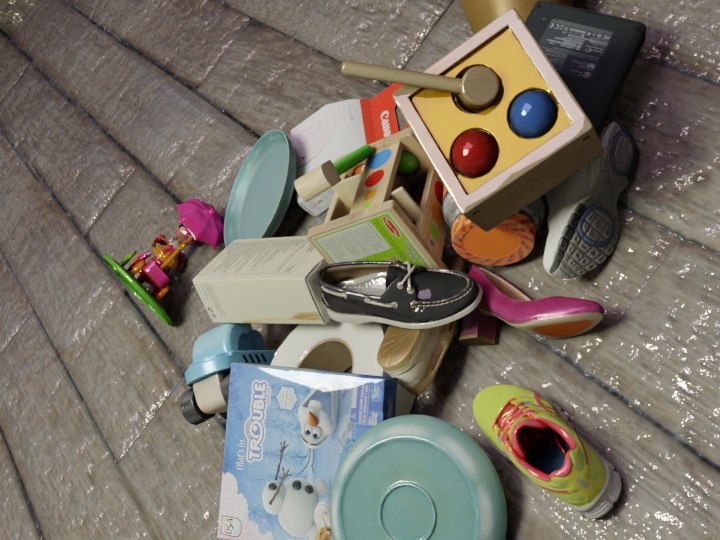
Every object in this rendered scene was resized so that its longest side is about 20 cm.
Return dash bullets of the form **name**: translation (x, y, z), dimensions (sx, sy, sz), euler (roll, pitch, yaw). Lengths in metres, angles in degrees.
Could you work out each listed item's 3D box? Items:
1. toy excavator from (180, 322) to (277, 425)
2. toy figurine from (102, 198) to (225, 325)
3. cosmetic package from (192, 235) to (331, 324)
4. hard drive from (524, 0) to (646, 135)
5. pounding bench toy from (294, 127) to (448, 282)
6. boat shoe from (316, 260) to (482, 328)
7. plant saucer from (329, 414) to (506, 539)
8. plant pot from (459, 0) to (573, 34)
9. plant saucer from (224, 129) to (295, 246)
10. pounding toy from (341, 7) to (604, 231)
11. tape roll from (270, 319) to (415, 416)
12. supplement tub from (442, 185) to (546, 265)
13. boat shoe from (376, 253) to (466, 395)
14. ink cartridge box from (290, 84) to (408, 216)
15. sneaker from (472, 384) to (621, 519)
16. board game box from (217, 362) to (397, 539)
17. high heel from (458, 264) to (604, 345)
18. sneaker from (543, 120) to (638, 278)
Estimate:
- **toy excavator**: translation (-0.164, 0.093, 1.385), dimensions (0.099, 0.194, 0.202), euler (-23, 75, 32)
- **toy figurine**: translation (-0.296, -0.031, 1.633), dimensions (0.184, 0.150, 0.200), euler (-46, 13, -12)
- **cosmetic package**: translation (-0.105, 0.012, 1.302), dimensions (0.198, 0.072, 0.105), euler (0, 34, 40)
- **hard drive**: translation (0.228, -0.220, 1.172), dimensions (0.138, 0.033, 0.201), euler (19, 62, 22)
- **pounding bench toy**: translation (0.015, -0.095, 1.213), dimensions (0.123, 0.200, 0.157), euler (-17, 39, 33)
- **boat shoe**: translation (0.040, 0.019, 1.156), dimensions (0.198, 0.061, 0.074), euler (1, 43, 32)
- **plant saucer**: translation (0.052, 0.251, 1.049), dimensions (0.198, 0.027, 0.203), euler (-3, 82, 24)
- **plant pot**: translation (0.203, -0.364, 1.329), dimensions (0.185, 0.186, 0.202), euler (-17, 64, 36)
- **plant saucer**: translation (-0.149, -0.114, 1.547), dimensions (0.200, 0.027, 0.202), euler (-39, 42, 45)
- **pounding toy**: translation (0.118, -0.168, 1.068), dimensions (0.183, 0.142, 0.201), euler (-34, 72, 13)
- **tape roll**: translation (-0.029, 0.144, 1.247), dimensions (0.201, 0.071, 0.204), euler (-26, 47, 30)
- **supplement tub**: translation (0.160, -0.115, 1.211), dimensions (0.122, 0.122, 0.202), euler (-19, 50, 35)
- **boat shoe**: translation (0.082, 0.063, 1.199), dimensions (0.073, 0.069, 0.201), euler (-13, 33, 40)
- **ink cartridge box**: translation (-0.014, -0.196, 1.506), dimensions (0.199, 0.057, 0.164), euler (-36, 41, 27)
- **sneaker**: translation (0.171, 0.162, 1.018), dimensions (0.079, 0.090, 0.200), euler (-55, 37, -1)
- **board game box**: translation (-0.061, 0.212, 1.145), dimensions (0.197, 0.043, 0.203), euler (2, 87, 26)
- **high heel**: translation (0.186, 0.026, 1.125), dimensions (0.199, 0.067, 0.097), euler (-17, 60, 53)
- **sneaker**: translation (0.246, -0.074, 1.146), dimensions (0.087, 0.074, 0.201), euler (-7, 49, 50)
